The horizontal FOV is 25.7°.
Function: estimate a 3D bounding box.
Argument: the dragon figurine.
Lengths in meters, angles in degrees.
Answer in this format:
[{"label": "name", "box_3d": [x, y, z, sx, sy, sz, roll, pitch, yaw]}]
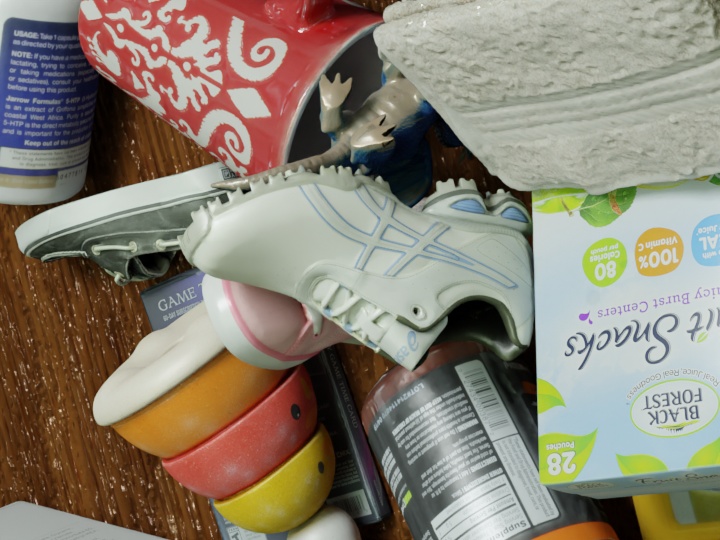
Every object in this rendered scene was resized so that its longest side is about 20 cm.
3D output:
[{"label": "dragon figurine", "box_3d": [0.010, -0.068, 0.882, 0.059, 0.200, 0.100, 37, 153, 24]}]

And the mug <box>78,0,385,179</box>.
[{"label": "mug", "box_3d": [-0.064, -0.148, 0.965, 0.199, 0.133, 0.179, 32, 117, 31]}]

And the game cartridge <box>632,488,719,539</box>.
[{"label": "game cartridge", "box_3d": [0.223, 0.090, 0.862, 0.175, 0.032, 0.202, -14, 90, 37]}]

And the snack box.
[{"label": "snack box", "box_3d": [0.174, 0.008, 0.815, 0.168, 0.067, 0.202, -14, 70, 38]}]

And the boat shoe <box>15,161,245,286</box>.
[{"label": "boat shoe", "box_3d": [-0.160, -0.023, 1.091, 0.199, 0.070, 0.064, -13, 91, 35]}]

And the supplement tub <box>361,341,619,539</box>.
[{"label": "supplement tub", "box_3d": [0.083, 0.143, 0.900, 0.107, 0.106, 0.201, -46, 56, 33]}]

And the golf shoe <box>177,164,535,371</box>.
[{"label": "golf shoe", "box_3d": [0.006, 0.004, 0.824, 0.078, 0.198, 0.098, 122, 144, -55]}]

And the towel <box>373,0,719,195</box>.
[{"label": "towel", "box_3d": [0.107, -0.092, 0.762, 0.199, 0.035, 0.132, -6, 139, 49]}]

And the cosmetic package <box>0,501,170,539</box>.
[{"label": "cosmetic package", "box_3d": [-0.234, 0.284, 1.150, 0.198, 0.164, 0.167, 8, 104, 34]}]

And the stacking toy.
[{"label": "stacking toy", "box_3d": [-0.063, 0.116, 1.018, 0.146, 0.146, 0.201, -29, 102, 36]}]

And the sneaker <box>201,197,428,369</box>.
[{"label": "sneaker", "box_3d": [0.000, 0.000, 0.907, 0.104, 0.199, 0.076, -32, 74, 29]}]

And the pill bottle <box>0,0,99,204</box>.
[{"label": "pill bottle", "box_3d": [-0.236, -0.158, 1.088, 0.119, 0.119, 0.202, 23, 112, 30]}]

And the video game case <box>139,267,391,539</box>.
[{"label": "video game case", "box_3d": [-0.068, 0.088, 1.081, 0.142, 0.019, 0.202, -21, 86, 37]}]
